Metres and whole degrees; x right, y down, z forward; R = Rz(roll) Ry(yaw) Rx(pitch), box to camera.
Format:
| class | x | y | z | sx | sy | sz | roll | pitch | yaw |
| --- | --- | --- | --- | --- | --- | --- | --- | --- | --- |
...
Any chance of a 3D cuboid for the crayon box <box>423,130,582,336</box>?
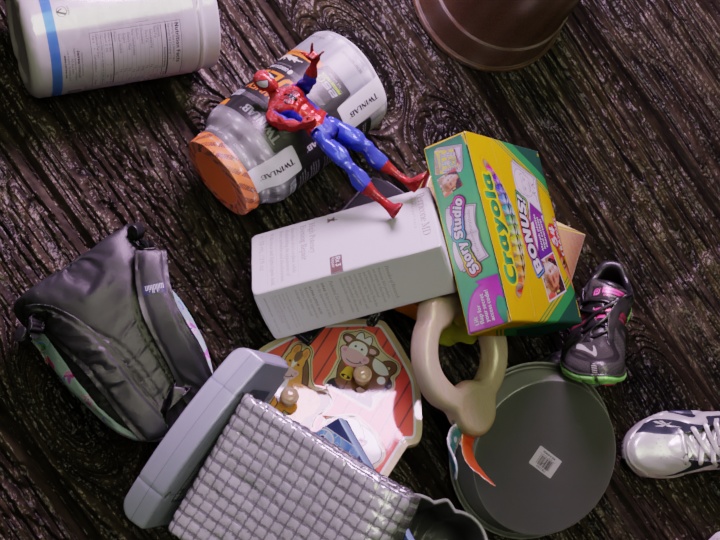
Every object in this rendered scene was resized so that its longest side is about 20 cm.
| class | x | y | z | sx | sy | sz | roll | pitch | yaw |
| --- | --- | --- | --- | --- | --- | --- | --- | --- | --- |
| crayon box | 0.152 | -0.034 | 1.366 | 0.172 | 0.058 | 0.201 | 5 | 69 | -58 |

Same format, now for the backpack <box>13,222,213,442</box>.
| class | x | y | z | sx | sy | sz | roll | pitch | yaw |
| --- | --- | --- | --- | --- | --- | --- | --- | --- | --- |
| backpack | -0.228 | 0.075 | 1.303 | 0.167 | 0.127 | 0.200 | -36 | 90 | -7 |

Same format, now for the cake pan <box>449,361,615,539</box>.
| class | x | y | z | sx | sy | sz | roll | pitch | yaw |
| --- | --- | --- | --- | --- | --- | --- | --- | --- | --- |
| cake pan | 0.195 | 0.202 | 1.425 | 0.200 | 0.037 | 0.201 | -3 | 98 | -18 |

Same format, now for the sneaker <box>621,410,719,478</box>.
| class | x | y | z | sx | sy | sz | roll | pitch | yaw |
| --- | --- | --- | --- | --- | --- | --- | --- | --- | --- |
| sneaker | 0.406 | 0.193 | 1.472 | 0.198 | 0.130 | 0.080 | 4 | 77 | -16 |

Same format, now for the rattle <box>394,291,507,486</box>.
| class | x | y | z | sx | sy | sz | roll | pitch | yaw |
| --- | --- | --- | --- | --- | --- | --- | --- | --- | --- |
| rattle | 0.078 | 0.125 | 1.380 | 0.130 | 0.142 | 0.201 | -11 | 96 | -56 |

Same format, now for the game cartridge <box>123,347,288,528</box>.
| class | x | y | z | sx | sy | sz | roll | pitch | yaw |
| --- | --- | --- | --- | --- | --- | --- | --- | --- | --- |
| game cartridge | -0.151 | 0.163 | 1.278 | 0.041 | 0.133 | 0.200 | 36 | 90 | 10 |

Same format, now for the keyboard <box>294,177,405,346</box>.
| class | x | y | z | sx | sy | sz | roll | pitch | yaw |
| --- | --- | --- | --- | --- | --- | --- | --- | --- | --- |
| keyboard | 0.000 | 0.000 | 1.408 | 0.127 | 0.021 | 0.200 | 36 | 80 | 25 |

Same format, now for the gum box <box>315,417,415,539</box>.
| class | x | y | z | sx | sy | sz | roll | pitch | yaw |
| --- | --- | --- | --- | --- | --- | --- | --- | --- | --- |
| gum box | -0.059 | 0.271 | 1.292 | 0.200 | 0.045 | 0.170 | -32 | 74 | 3 |

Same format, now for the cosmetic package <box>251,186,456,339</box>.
| class | x | y | z | sx | sy | sz | roll | pitch | yaw |
| --- | --- | --- | --- | --- | --- | --- | --- | --- | --- |
| cosmetic package | -0.008 | -0.008 | 1.346 | 0.199 | 0.074 | 0.102 | -17 | 40 | 8 |

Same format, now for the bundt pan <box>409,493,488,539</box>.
| class | x | y | z | sx | sy | sz | roll | pitch | yaw |
| --- | --- | --- | --- | --- | --- | --- | --- | --- | --- |
| bundt pan | 0.047 | 0.335 | 1.362 | 0.201 | 0.076 | 0.203 | 3 | 79 | -17 |

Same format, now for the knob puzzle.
| class | x | y | z | sx | sy | sz | roll | pitch | yaw |
| --- | --- | --- | --- | --- | --- | --- | --- | --- | --- |
| knob puzzle | -0.022 | 0.128 | 1.374 | 0.219 | 0.030 | 0.220 | 3 | 60 | -4 |

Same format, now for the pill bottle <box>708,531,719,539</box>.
| class | x | y | z | sx | sy | sz | roll | pitch | yaw |
| --- | --- | --- | --- | --- | --- | --- | --- | --- | --- |
| pill bottle | 0.374 | 0.391 | 1.433 | 0.200 | 0.112 | 0.112 | -39 | 92 | -20 |

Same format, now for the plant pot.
| class | x | y | z | sx | sy | sz | roll | pitch | yaw |
| --- | --- | --- | --- | --- | --- | --- | --- | --- | --- |
| plant pot | 0.183 | -0.351 | 1.476 | 0.200 | 0.198 | 0.201 | 3 | 79 | -17 |

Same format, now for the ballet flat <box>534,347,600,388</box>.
| class | x | y | z | sx | sy | sz | roll | pitch | yaw |
| --- | --- | --- | --- | --- | --- | --- | --- | --- | --- |
| ballet flat | 0.208 | 0.131 | 1.462 | 0.200 | 0.057 | 0.067 | -31 | 93 | -20 |

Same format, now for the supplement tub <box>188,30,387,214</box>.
| class | x | y | z | sx | sy | sz | roll | pitch | yaw |
| --- | --- | --- | --- | --- | --- | --- | --- | --- | --- |
| supplement tub | -0.079 | -0.156 | 1.397 | 0.200 | 0.123 | 0.123 | -41 | 93 | -20 |

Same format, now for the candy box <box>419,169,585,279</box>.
| class | x | y | z | sx | sy | sz | roll | pitch | yaw |
| --- | --- | --- | --- | --- | --- | --- | --- | --- | --- |
| candy box | 0.144 | -0.023 | 1.474 | 0.199 | 0.055 | 0.116 | 23 | 73 | -10 |

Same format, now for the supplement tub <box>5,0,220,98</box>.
| class | x | y | z | sx | sy | sz | roll | pitch | yaw |
| --- | --- | --- | --- | --- | --- | --- | --- | --- | --- |
| supplement tub | -0.259 | -0.259 | 1.358 | 0.199 | 0.132 | 0.132 | -14 | 84 | -19 |

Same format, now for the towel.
| class | x | y | z | sx | sy | sz | roll | pitch | yaw |
| --- | --- | --- | --- | --- | --- | --- | --- | --- | --- |
| towel | -0.063 | 0.235 | 1.234 | 0.200 | 0.086 | 0.166 | 30 | 92 | 20 |

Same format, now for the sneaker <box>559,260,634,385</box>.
| class | x | y | z | sx | sy | sz | roll | pitch | yaw |
| --- | --- | --- | --- | --- | --- | --- | --- | --- | --- |
| sneaker | 0.262 | 0.056 | 1.438 | 0.076 | 0.084 | 0.200 | 4 | 33 | 11 |

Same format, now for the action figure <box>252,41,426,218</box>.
| class | x | y | z | sx | sy | sz | roll | pitch | yaw |
| --- | --- | --- | --- | --- | --- | --- | --- | --- | --- |
| action figure | -0.024 | -0.145 | 1.292 | 0.200 | 0.099 | 0.065 | 37 | 68 | 3 |
